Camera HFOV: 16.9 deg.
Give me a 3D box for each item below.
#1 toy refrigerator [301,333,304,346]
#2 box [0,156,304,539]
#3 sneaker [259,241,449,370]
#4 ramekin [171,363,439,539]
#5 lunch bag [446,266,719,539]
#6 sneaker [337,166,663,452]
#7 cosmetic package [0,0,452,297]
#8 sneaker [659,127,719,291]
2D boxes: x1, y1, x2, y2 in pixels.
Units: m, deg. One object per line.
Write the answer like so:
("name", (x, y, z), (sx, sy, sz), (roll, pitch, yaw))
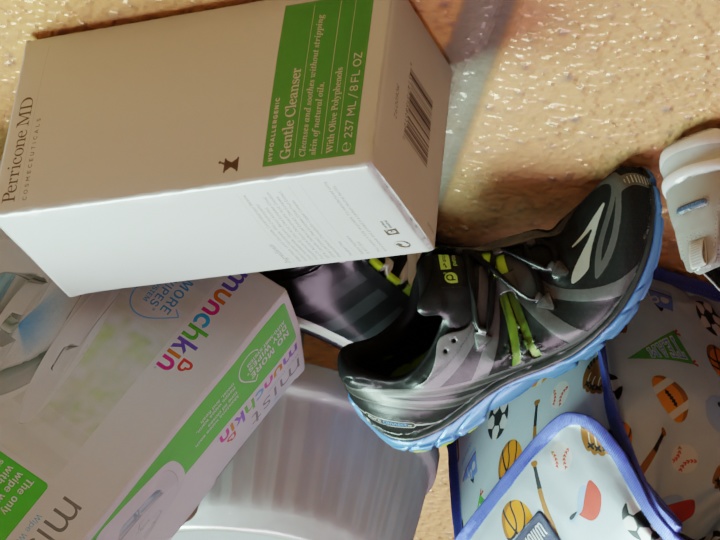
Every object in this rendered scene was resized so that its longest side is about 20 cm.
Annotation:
("toy refrigerator", (-0.137, 0.037, 1.381), (0.199, 0.076, 0.070), (14, 151, -14))
("box", (-0.157, 0.062, 1.240), (0.176, 0.200, 0.097), (32, 158, 21))
("sneaker", (0.000, 0.000, 1.286), (0.199, 0.072, 0.083), (13, 150, -11))
("ramekin", (-0.060, 0.132, 1.358), (0.201, 0.095, 0.203), (5, 152, 3))
("lunch bag", (0.126, 0.116, 1.299), (0.123, 0.201, 0.170), (17, 134, -20))
("sneaker", (0.072, 0.016, 1.240), (0.199, 0.071, 0.083), (-37, 122, 17))
("cosmetic package", (-0.065, -0.060, 1.155), (0.199, 0.108, 0.085), (-7, 149, 22))
("sneaker", (0.221, 0.007, 1.238), (0.200, 0.082, 0.075), (27, 146, -32))
